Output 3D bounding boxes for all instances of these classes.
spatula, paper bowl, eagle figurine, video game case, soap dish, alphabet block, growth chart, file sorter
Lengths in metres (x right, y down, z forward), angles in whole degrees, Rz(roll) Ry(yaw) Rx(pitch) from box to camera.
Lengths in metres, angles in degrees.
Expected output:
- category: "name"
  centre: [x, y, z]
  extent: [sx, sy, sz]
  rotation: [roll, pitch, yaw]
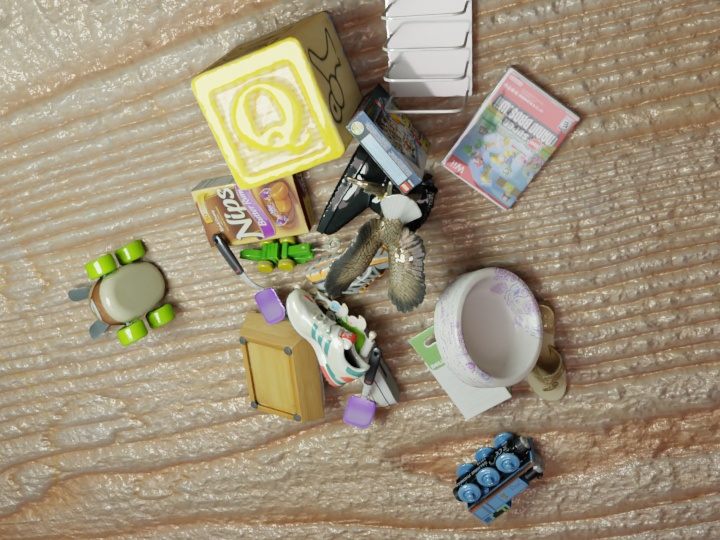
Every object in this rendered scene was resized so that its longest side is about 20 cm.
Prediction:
- category: "spatula"
  centre: [0.012, 0.220, 1.622]
  extent: [0.056, 0.021, 0.202]
  rotation: [18, 128, 4]
- category: "paper bowl"
  centre: [0.212, 0.102, 1.501]
  extent: [0.202, 0.201, 0.104]
  rotation: [52, 149, -15]
- category: "eagle figurine"
  centre: [0.039, -0.038, 1.419]
  extent: [0.150, 0.150, 0.203]
  rotation: [10, 85, 37]
- category: "video game case"
  centre: [0.245, -0.214, 1.428]
  extent: [0.142, 0.018, 0.201]
  rotation: [33, 118, -5]
- category: "soap dish"
  centre: [-0.151, 0.189, 1.653]
  extent: [0.155, 0.081, 0.203]
  rotation: [11, 120, 31]
- category: "alphabet block"
  centre: [-0.121, -0.273, 1.377]
  extent: [0.194, 0.201, 0.198]
  rotation: [-18, 111, 20]
- category: "growth chart"
  centre: [-0.060, 0.107, 1.603]
  extent: [0.199, 0.018, 0.146]
  rotation: [33, 133, 21]
- category: "spatula"
  centre: [-0.205, 0.013, 1.575]
  extent: [0.056, 0.021, 0.201]
  rotation: [-22, 114, 37]
- category: "file sorter"
  centre: [0.101, -0.355, 1.331]
  extent: [0.136, 0.125, 0.203]
  rotation: [1, 116, 11]

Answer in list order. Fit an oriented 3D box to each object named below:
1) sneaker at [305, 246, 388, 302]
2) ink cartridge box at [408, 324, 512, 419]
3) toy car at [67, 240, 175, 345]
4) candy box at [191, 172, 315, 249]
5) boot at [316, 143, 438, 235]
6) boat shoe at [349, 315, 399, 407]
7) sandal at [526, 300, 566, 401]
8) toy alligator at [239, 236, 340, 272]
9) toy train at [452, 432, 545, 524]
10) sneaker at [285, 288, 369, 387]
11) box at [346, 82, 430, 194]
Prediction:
- category: "sneaker"
  centre: [0.000, 0.000, 1.559]
  extent: [0.198, 0.079, 0.078]
  rotation: [-16, 114, 30]
- category: "ink cartridge box"
  centre: [0.187, 0.168, 1.605]
  extent: [0.103, 0.059, 0.201]
  rotation: [-31, 106, 23]
- category: "toy car"
  centre: [-0.486, 0.061, 1.661]
  extent: [0.198, 0.157, 0.166]
  rotation: [-20, 99, 33]
- category: "candy box"
  centre: [-0.192, -0.114, 1.553]
  extent: [0.197, 0.057, 0.118]
  rotation: [-8, 115, 18]
- category: "boot"
  centre: [0.030, -0.111, 1.501]
  extent: [0.161, 0.074, 0.200]
  rotation: [27, 120, -9]
- category: "boat shoe"
  centre: [0.005, 0.179, 1.649]
  extent: [0.069, 0.071, 0.202]
  rotation: [-20, 117, 18]
- category: "sandal"
  centre: [0.331, 0.165, 1.565]
  extent: [0.076, 0.070, 0.215]
  rotation: [-5, 115, 15]
- category: "toy alligator"
  centre: [-0.123, -0.028, 1.583]
  extent: [0.196, 0.060, 0.054]
  rotation: [-5, 155, 15]
- category: "toy train"
  centre: [0.272, 0.402, 1.691]
  extent: [0.114, 0.087, 0.200]
  rotation: [37, 116, -17]
- category: "sneaker"
  centre: [-0.052, 0.111, 1.545]
  extent: [0.093, 0.070, 0.202]
  rotation: [-22, 102, 37]
- category: "box"
  centre: [0.048, -0.213, 1.368]
  extent: [0.038, 0.201, 0.137]
  rotation: [-38, 103, 21]
